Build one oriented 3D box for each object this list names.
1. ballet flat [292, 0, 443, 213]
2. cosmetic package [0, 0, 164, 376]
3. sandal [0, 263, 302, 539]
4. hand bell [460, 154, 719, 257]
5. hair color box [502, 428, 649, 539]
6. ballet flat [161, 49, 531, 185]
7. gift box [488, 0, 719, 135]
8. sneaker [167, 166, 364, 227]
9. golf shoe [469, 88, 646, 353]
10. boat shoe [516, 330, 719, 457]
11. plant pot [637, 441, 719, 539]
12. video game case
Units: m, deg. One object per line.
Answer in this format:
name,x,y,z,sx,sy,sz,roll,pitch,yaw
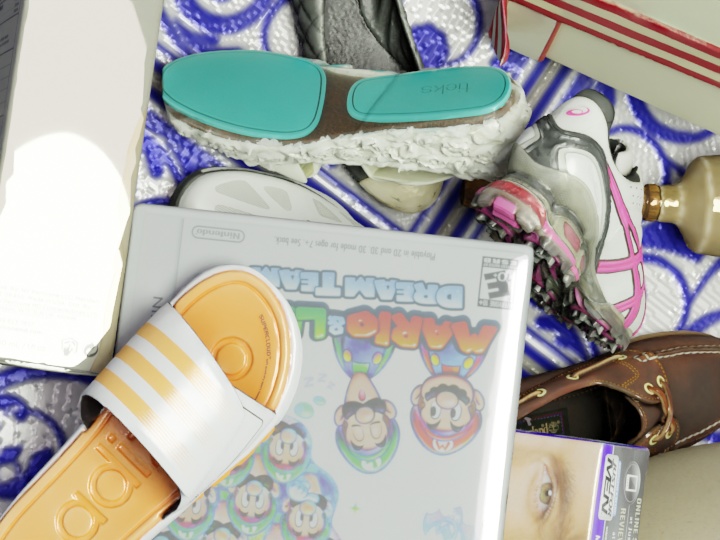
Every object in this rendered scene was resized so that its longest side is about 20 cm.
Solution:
ballet flat,0.001,-0.125,1.201,0.066,0.057,0.200,-20,98,-17
cosmetic package,-0.156,-0.050,1.120,0.073,0.104,0.200,10,86,-19
sandal,-0.106,0.088,1.052,0.079,0.059,0.207,40,89,7
hand bell,0.156,-0.039,1.251,0.200,0.104,0.104,3,87,-8
hair color box,0.040,0.131,1.137,0.065,0.200,0.109,15,81,-60
ballet flat,-0.009,-0.072,1.170,0.200,0.072,0.072,5,86,14
gift box,0.167,-0.183,1.171,0.187,0.185,0.200,25,66,2
sneaker,0.000,0.000,1.167,0.200,0.115,0.076,27,80,-16
golf shoe,0.125,-0.021,1.175,0.073,0.200,0.092,33,80,25
boat shoe,0.139,0.082,1.238,0.200,0.070,0.070,-15,99,-20
plant pot,0.153,0.186,1.194,0.134,0.200,0.200,3,87,12
video game case,-0.024,0.067,1.088,0.200,0.024,0.182,6,85,5
